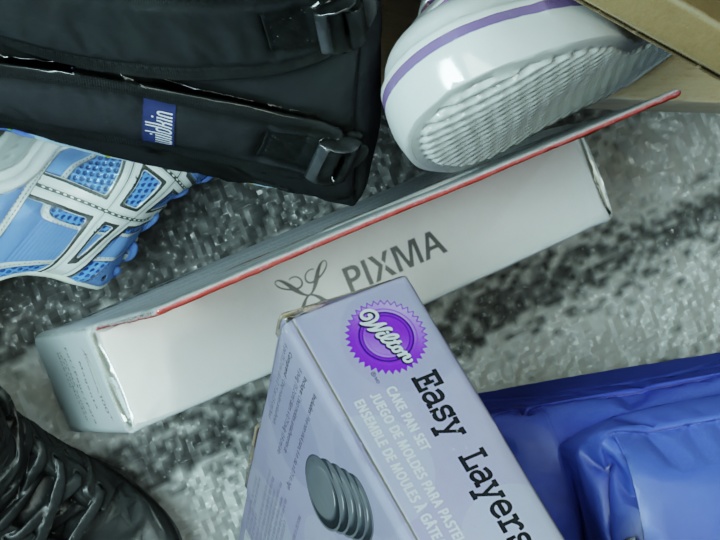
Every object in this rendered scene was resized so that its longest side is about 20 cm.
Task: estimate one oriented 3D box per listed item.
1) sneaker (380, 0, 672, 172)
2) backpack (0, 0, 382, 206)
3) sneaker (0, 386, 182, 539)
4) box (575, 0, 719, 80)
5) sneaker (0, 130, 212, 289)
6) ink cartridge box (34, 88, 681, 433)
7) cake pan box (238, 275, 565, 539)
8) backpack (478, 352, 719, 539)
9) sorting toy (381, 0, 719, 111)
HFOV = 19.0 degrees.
[{"bbox_3d":[0.038,-0.101,0.691,0.115,0.073,0.200,55,26,4],"label":"sneaker"},{"bbox_3d":[-0.094,-0.109,0.667,0.198,0.164,0.155,-2,58,0],"label":"backpack"},{"bbox_3d":[-0.137,0.065,0.729,0.199,0.104,0.060,32,75,-15],"label":"sneaker"},{"bbox_3d":[0.066,-0.137,0.679,0.199,0.021,0.164,19,41,-47],"label":"box"},{"bbox_3d":[-0.095,-0.041,0.780,0.199,0.076,0.078,-21,115,-20],"label":"sneaker"},{"bbox_3d":[0.000,0.000,0.747,0.199,0.173,0.044,-23,95,-20],"label":"ink cartridge box"},{"bbox_3d":[0.023,0.130,0.709,0.052,0.200,0.185,-19,61,-20],"label":"cake pan box"},{"bbox_3d":[0.110,0.140,0.783,0.161,0.168,0.202,-8,91,-13],"label":"backpack"},{"bbox_3d":[0.083,-0.156,0.833,0.199,0.070,0.200,1,80,-20],"label":"sorting toy"}]
